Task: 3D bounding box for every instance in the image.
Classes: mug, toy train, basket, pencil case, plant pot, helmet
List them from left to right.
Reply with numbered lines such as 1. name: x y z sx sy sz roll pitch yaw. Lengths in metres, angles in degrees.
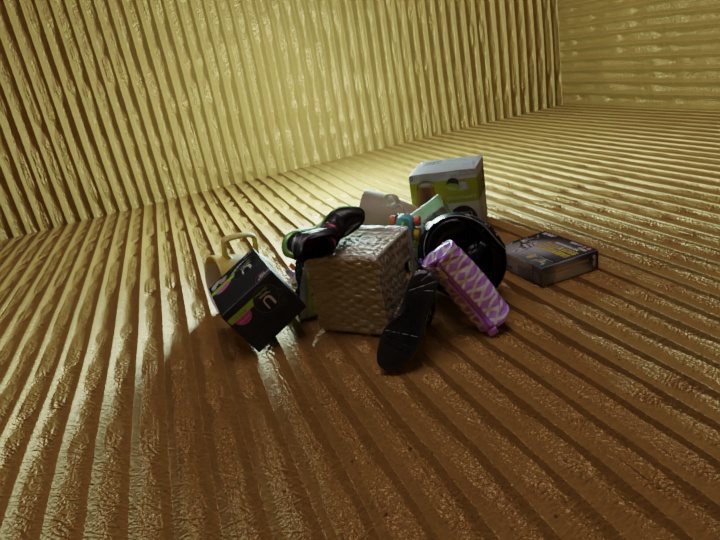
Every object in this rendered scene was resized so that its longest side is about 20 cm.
1. mug: -0.301 0.012 1.523 0.152 0.187 0.150 -13 63 -31
2. basket: 0.005 0.019 1.292 0.199 0.199 0.161 3 27 32
3. toy train: 0.050 -0.071 1.352 0.200 0.150 0.056 -51 3 37
4. plant pot: 0.101 -0.126 1.689 0.199 0.188 0.187 9 24 9
5. helmet: 0.223 -0.031 1.301 0.199 0.201 0.191 -6 -8 12
6. pencil case: 0.207 0.031 1.160 0.084 0.200 0.086 -39 13 24

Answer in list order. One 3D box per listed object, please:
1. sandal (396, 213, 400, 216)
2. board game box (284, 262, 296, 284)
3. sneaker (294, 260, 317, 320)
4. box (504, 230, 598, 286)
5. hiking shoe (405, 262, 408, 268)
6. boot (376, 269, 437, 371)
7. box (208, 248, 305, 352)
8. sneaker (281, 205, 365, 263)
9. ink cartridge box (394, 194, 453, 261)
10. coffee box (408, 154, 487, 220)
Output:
1. sandal: 0.177 -0.098 1.547 0.200 0.043 0.076 30 6 -32
2. board game box: -0.141 -0.049 1.619 0.158 0.039 0.200 -30 24 40
3. sneaker: -0.103 0.018 1.364 0.090 0.201 0.078 -3 30 -14
4. box: 0.440 -0.033 1.417 0.158 0.049 0.200 -16 21 -15
5. hiking shoe: 0.138 -0.027 1.542 0.100 0.076 0.200 -21 12 -2
6. boot: 0.098 0.105 1.156 0.073 0.201 0.151 20 -7 12
7. box: -0.237 0.061 1.335 0.148 0.124 0.200 -44 27 -4
8. sneaker: -0.065 -0.067 1.220 0.199 0.077 0.084 -32 47 -23
9. ink cartridge box: 0.140 -0.077 1.412 0.200 0.104 0.059 -35 32 17
10. coffee box: 0.271 -0.223 1.784 0.199 0.199 0.200 -4 20 18
